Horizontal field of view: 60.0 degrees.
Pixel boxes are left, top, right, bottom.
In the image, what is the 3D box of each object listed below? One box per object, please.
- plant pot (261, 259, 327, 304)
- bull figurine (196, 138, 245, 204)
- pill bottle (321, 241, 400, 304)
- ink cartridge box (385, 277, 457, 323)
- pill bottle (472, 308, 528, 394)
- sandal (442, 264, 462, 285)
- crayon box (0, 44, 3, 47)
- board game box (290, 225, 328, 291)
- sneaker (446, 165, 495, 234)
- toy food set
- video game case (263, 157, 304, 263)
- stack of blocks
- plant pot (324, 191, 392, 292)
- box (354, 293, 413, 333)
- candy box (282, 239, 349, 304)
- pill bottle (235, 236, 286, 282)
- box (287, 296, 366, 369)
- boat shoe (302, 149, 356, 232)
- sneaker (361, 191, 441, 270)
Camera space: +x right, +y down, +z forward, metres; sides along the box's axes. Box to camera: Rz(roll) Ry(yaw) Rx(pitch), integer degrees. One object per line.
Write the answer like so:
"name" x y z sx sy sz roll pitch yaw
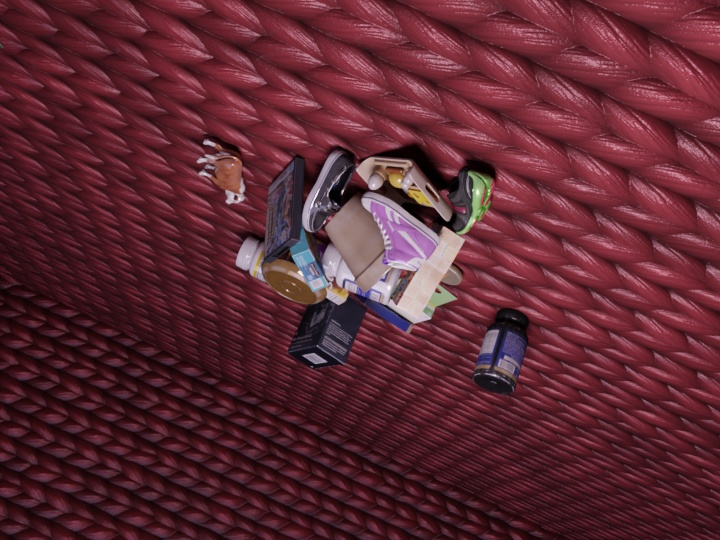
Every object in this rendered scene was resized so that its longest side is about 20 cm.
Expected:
"plant pot" -0.186 0.038 1.700 0.198 0.028 0.201 20 152 11
"bull figurine" -0.338 -0.242 1.545 0.120 0.066 0.200 23 152 -3
"pill bottle" 0.000 0.000 1.633 0.198 0.121 0.120 22 152 7
"ink cartridge box" 0.151 0.078 1.726 0.145 0.048 0.200 35 153 -17
"pill bottle" 0.366 0.204 1.601 0.111 0.201 0.112 19 152 11
"sandal" 0.158 -0.005 1.566 0.198 0.054 0.080 25 152 1
"crayon box" -0.962 -0.591 1.468 0.126 0.051 0.201 7 148 30
"board game box" -0.142 -0.072 1.555 0.046 0.201 0.151 -20 142 3
"sneaker" 0.218 -0.147 1.274 0.084 0.077 0.201 41 157 17
"toy food set" 0.087 -0.164 1.293 0.143 0.061 0.199 45 168 -32
"video game case" -0.181 -0.138 1.464 0.025 0.202 0.180 11 160 -27
"stack of blocks" 0.145 -0.003 1.392 0.058 0.201 0.115 30 -176 -10
"plant pot" 0.017 -0.079 1.437 0.173 0.200 0.200 44 150 -3
"box" 0.054 0.108 1.818 0.199 0.033 0.121 36 179 -18
"candy box" -0.110 -0.008 1.712 0.199 0.117 0.056 31 152 -14
"pill bottle" -0.252 -0.017 1.813 0.198 0.115 0.115 24 153 2
"box" -0.106 0.189 1.957 0.117 0.201 0.196 36 150 -23
"boat shoe" -0.064 -0.162 1.364 0.066 0.201 0.070 40 -155 29
"sneaker" 0.059 -0.078 1.316 0.200 0.115 0.073 37 175 20
